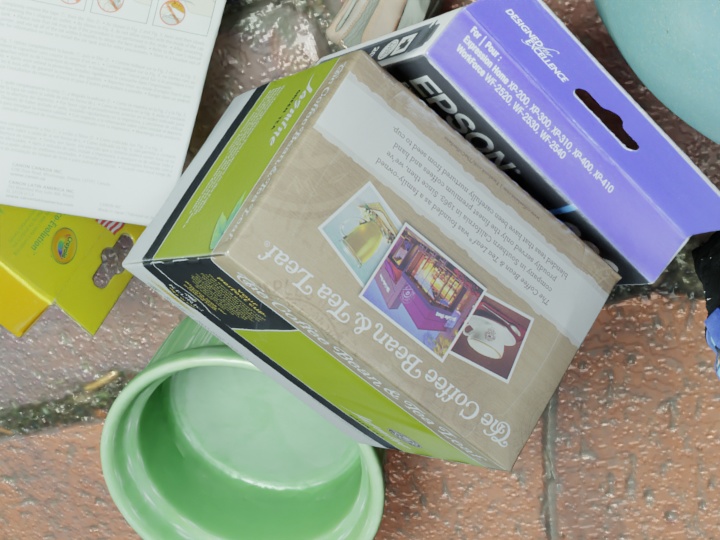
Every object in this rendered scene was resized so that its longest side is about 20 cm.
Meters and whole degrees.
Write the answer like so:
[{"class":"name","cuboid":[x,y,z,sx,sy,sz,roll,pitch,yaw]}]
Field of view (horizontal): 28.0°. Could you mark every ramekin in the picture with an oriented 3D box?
[{"class":"ramekin","cuboid":[-0.072,0.117,1.010,0.198,0.098,0.201,6,122,10]}]

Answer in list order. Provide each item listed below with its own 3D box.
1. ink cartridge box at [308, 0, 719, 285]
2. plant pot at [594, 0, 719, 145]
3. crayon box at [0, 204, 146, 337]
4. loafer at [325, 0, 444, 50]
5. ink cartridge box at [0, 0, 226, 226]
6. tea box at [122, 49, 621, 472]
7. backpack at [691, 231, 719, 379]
[{"class":"ink cartridge box","cuboid":[0.085,-0.063,0.819,0.198,0.044,0.199,41,156,-23]},{"class":"plant pot","cuboid":[0.198,-0.159,0.744,0.134,0.199,0.202,20,132,43]},{"class":"crayon box","cuboid":[-0.233,-0.048,0.928,0.200,0.127,0.051,41,131,-12]},{"class":"loafer","cuboid":[0.028,-0.200,0.814,0.062,0.072,0.201,23,126,7]},{"class":"ink cartridge box","cuboid":[-0.170,-0.132,0.843,0.161,0.050,0.202,8,112,-23]},{"class":"tea box","cuboid":[0.000,0.000,0.822,0.200,0.134,0.196,38,165,-20]},{"class":"backpack","cuboid":[0.316,0.003,0.830,0.182,0.135,0.200,36,119,-11]}]
